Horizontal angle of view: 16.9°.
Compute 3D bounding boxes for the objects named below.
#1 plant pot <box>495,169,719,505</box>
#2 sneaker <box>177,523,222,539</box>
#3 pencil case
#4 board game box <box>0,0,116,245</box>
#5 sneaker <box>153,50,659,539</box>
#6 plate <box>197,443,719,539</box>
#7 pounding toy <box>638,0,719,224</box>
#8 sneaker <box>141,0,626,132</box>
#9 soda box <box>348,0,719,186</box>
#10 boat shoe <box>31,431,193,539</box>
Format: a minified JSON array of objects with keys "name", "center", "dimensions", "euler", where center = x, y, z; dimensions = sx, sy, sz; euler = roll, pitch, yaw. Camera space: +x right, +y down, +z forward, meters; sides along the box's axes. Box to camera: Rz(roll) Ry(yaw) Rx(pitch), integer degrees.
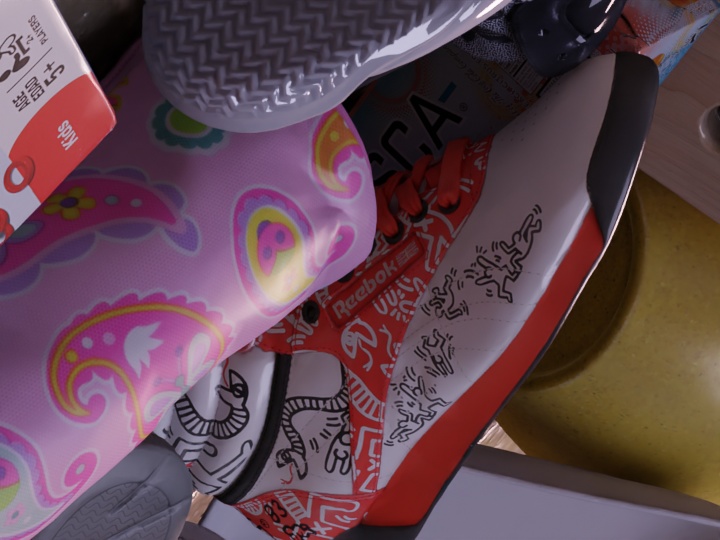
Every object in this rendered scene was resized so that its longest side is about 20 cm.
[{"name":"plant pot","center":[0.113,0.009,0.955],"dimensions":[0.142,0.200,0.200],"euler":[13,118,-46]},{"name":"sneaker","center":[-0.071,0.121,0.835],"dimensions":[0.114,0.075,0.200],"euler":[-39,174,-43]},{"name":"pencil case","center":[-0.087,0.016,0.599],"dimensions":[0.200,0.087,0.087],"euler":[-39,160,-30]},{"name":"board game box","center":[-0.147,-0.009,0.429],"dimensions":[0.196,0.056,0.200],"euler":[-48,163,-9]},{"name":"sneaker","center":[0.000,0.001,0.716],"dimensions":[0.201,0.108,0.067],"euler":[-60,-175,35]},{"name":"plate","center":[0.024,0.116,0.950],"dimensions":[0.200,0.199,0.032],"euler":[124,-25,-51]},{"name":"pounding toy","center":[0.184,-0.054,0.859],"dimensions":[0.184,0.200,0.142],"euler":[-53,177,-42]},{"name":"sneaker","center":[0.023,-0.080,0.619],"dimensions":[0.200,0.075,0.114],"euler":[-44,160,-27]},{"name":"soda box","center":[0.026,-0.028,0.781],"dimensions":[0.200,0.064,0.068],"euler":[-52,168,32]},{"name":"boat shoe","center":[-0.129,0.114,0.732],"dimensions":[0.074,0.065,0.202],"euler":[15,116,-48]}]
